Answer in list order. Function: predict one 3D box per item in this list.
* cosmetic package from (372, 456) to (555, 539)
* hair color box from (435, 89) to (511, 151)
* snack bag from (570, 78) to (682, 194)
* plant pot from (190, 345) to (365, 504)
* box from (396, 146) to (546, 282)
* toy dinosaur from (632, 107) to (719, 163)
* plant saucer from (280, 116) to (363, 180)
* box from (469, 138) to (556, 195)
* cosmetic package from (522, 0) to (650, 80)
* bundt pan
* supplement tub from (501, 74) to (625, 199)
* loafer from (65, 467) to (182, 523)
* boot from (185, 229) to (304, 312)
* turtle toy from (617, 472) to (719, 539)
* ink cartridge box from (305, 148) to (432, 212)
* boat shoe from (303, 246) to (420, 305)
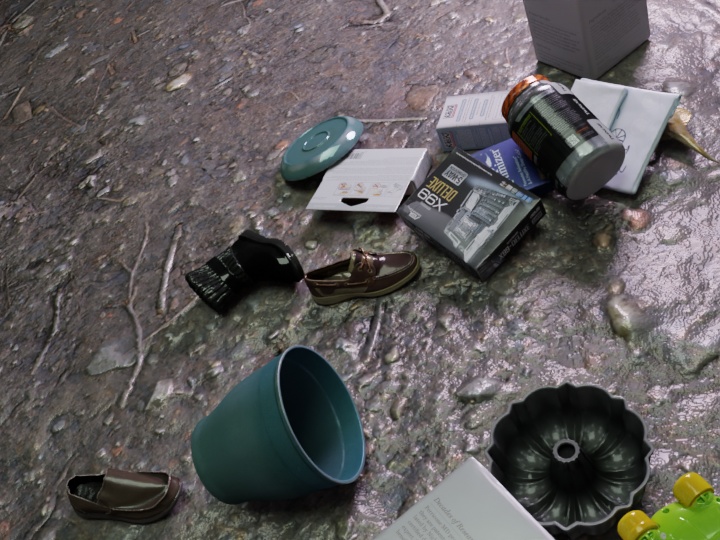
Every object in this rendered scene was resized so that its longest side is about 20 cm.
[{"bbox_3d":[0.118,0.358,0.878,0.200,0.167,0.166,-37,43,-12],"label":"cosmetic package"},{"bbox_3d":[0.254,-0.287,1.509,0.200,0.061,0.099,0,49,26],"label":"hair color box"},{"bbox_3d":[0.413,-0.228,1.343,0.200,0.021,0.189,26,90,43],"label":"snack bag"},{"bbox_3d":[-0.125,0.235,1.115,0.188,0.200,0.200,-29,40,21],"label":"plant pot"},{"bbox_3d":[0.182,-0.097,1.333,0.158,0.050,0.200,-46,53,-4],"label":"box"},{"bbox_3d":[0.513,-0.241,1.339,0.101,0.058,0.200,-22,43,4],"label":"toy dinosaur"},{"bbox_3d":[-0.087,-0.259,1.642,0.200,0.027,0.200,-26,31,17],"label":"plant saucer"},{"bbox_3d":[0.235,-0.161,1.395,0.200,0.032,0.121,-22,56,13],"label":"box"},{"bbox_3d":[0.432,-0.509,1.532,0.165,0.200,0.165,-38,44,-11],"label":"cosmetic package"},{"bbox_3d":[0.261,0.241,0.986,0.202,0.076,0.202,-14,45,14],"label":"bundt pan"},{"bbox_3d":[0.326,-0.222,1.304,0.122,0.123,0.200,-31,61,-4],"label":"supplement tub"},{"bbox_3d":[-0.367,0.339,1.208,0.200,0.071,0.073,-11,45,17],"label":"loafer"},{"bbox_3d":[-0.209,0.012,1.436,0.158,0.079,0.211,-40,33,-23],"label":"boot"},{"bbox_3d":[0.385,0.299,0.850,0.200,0.101,0.146,-32,42,-5],"label":"turtle toy"},{"bbox_3d":[0.017,-0.162,1.520,0.200,0.044,0.174,4,52,30],"label":"ink cartridge box"},{"bbox_3d":[0.000,0.000,1.351,0.200,0.072,0.072,-14,45,15],"label":"boat shoe"}]
